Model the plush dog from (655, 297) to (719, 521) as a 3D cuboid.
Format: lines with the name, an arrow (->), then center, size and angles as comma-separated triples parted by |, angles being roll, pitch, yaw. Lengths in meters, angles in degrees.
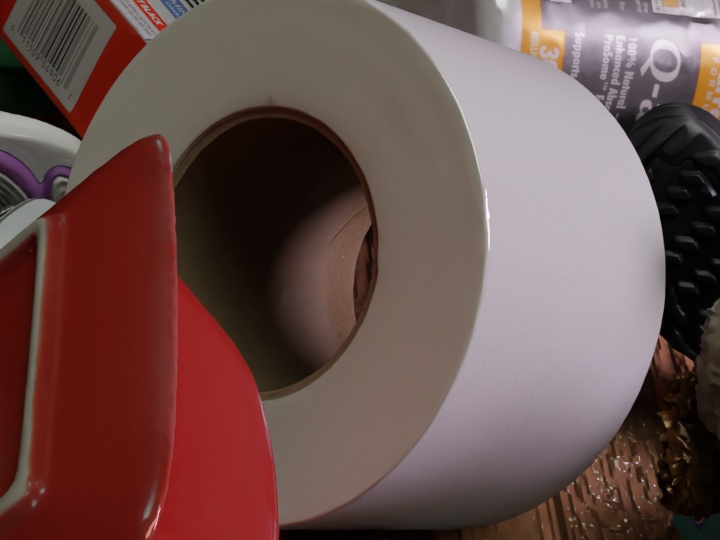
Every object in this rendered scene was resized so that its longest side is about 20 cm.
plush dog -> 0.202, 0.065, 0.863 | 0.160, 0.201, 0.172 | -2, 48, -42

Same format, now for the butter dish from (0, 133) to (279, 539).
butter dish -> -0.092, 0.094, 0.712 | 0.148, 0.199, 0.200 | 39, 27, -29

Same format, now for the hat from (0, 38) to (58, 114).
hat -> -0.226, -0.161, 1.102 | 0.165, 0.175, 0.202 | 32, 59, -40

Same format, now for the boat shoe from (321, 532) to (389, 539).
boat shoe -> -0.041, 0.159, 0.782 | 0.074, 0.063, 0.200 | 35, 41, 14

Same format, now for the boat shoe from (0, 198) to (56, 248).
boat shoe -> -0.190, 0.022, 0.874 | 0.066, 0.070, 0.200 | 31, 46, 10

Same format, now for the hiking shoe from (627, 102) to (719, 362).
hiking shoe -> 0.172, 0.000, 1.007 | 0.075, 0.201, 0.101 | -19, 28, 21

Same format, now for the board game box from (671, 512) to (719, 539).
board game box -> 0.255, 0.147, 0.953 | 0.198, 0.045, 0.153 | 1, 43, -25

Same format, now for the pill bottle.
pill bottle -> 0.112, -0.100, 1.011 | 0.198, 0.117, 0.117 | 1, 42, -29

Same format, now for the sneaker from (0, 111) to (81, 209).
sneaker -> -0.211, -0.060, 0.948 | 0.198, 0.075, 0.100 | 4, 42, -23

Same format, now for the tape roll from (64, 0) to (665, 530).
tape roll -> 0.000, 0.000, 0.849 | 0.203, 0.203, 0.139 | 48, 21, 30

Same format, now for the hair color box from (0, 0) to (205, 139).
hair color box -> -0.069, -0.109, 1.048 | 0.199, 0.064, 0.111 | 1, 40, -50
